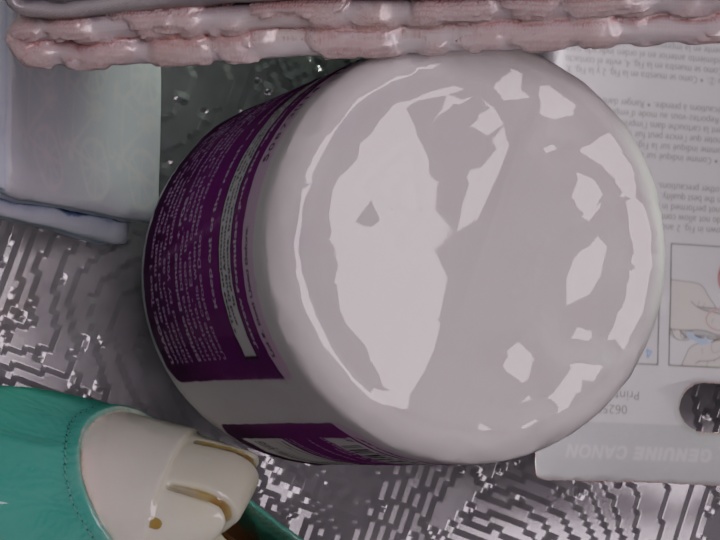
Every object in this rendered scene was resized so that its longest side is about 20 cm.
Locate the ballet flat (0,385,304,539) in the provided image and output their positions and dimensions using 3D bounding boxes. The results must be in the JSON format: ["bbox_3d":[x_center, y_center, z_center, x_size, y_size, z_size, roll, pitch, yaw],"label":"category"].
[{"bbox_3d":[-0.039,0.088,0.822,0.200,0.070,0.067,40,38,-17],"label":"ballet flat"}]

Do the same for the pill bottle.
[{"bbox_3d":[0.000,0.000,0.779,0.112,0.200,0.113,1,86,-18],"label":"pill bottle"}]

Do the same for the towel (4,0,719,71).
[{"bbox_3d":[0.016,-0.111,0.751,0.199,0.191,0.032,-1,119,12],"label":"towel"}]

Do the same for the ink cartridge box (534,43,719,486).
[{"bbox_3d":[0.121,-0.035,0.852,0.162,0.057,0.201,3,91,-18],"label":"ink cartridge box"}]

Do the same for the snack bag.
[{"bbox_3d":[-0.105,-0.110,0.774,0.021,0.200,0.189,0,85,22],"label":"snack bag"}]

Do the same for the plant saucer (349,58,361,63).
[{"bbox_3d":[0.079,-0.100,0.890,0.199,0.050,0.201,1,86,-19],"label":"plant saucer"}]
